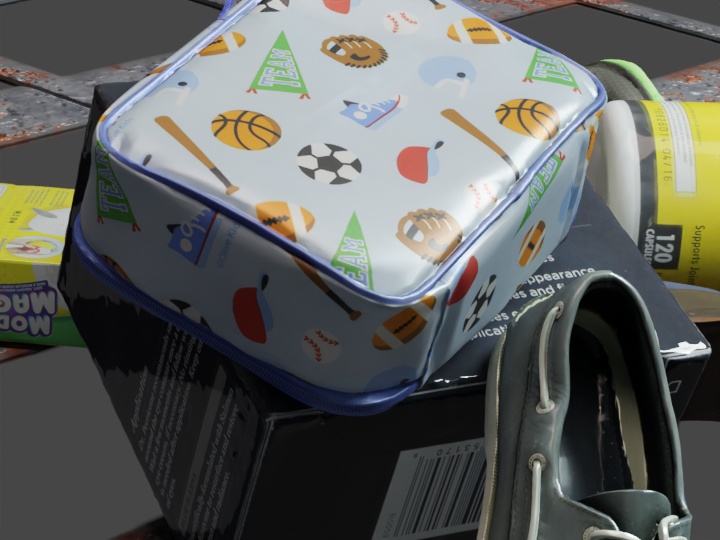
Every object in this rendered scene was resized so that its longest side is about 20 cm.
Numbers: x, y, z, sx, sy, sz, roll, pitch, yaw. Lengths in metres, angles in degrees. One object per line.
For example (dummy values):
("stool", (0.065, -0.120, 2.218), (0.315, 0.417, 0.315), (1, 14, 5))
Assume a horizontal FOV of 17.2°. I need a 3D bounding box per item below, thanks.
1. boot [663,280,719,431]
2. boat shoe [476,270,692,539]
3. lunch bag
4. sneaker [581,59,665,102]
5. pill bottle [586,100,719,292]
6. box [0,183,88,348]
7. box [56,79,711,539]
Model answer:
("boot", (0.193, 0.035, 1.115), (0.198, 0.075, 0.097), (5, 24, 8))
("boat shoe", (0.081, 0.092, 0.829), (0.072, 0.062, 0.201), (11, 56, -19))
("lunch bag", (-0.007, -0.042, 0.902), (0.159, 0.076, 0.200), (27, 40, 17))
("sneaker", (0.091, -0.083, 1.338), (0.199, 0.077, 0.084), (18, 35, 41))
("pill bottle", (0.216, -0.029, 1.233), (0.198, 0.113, 0.112), (1, 21, -6))
("box", (-0.134, -0.002, 1.193), (0.198, 0.049, 0.117), (3, 21, 2))
("box", (0.003, 0.019, 0.983), (0.195, 0.118, 0.201), (-6, 45, -27))
